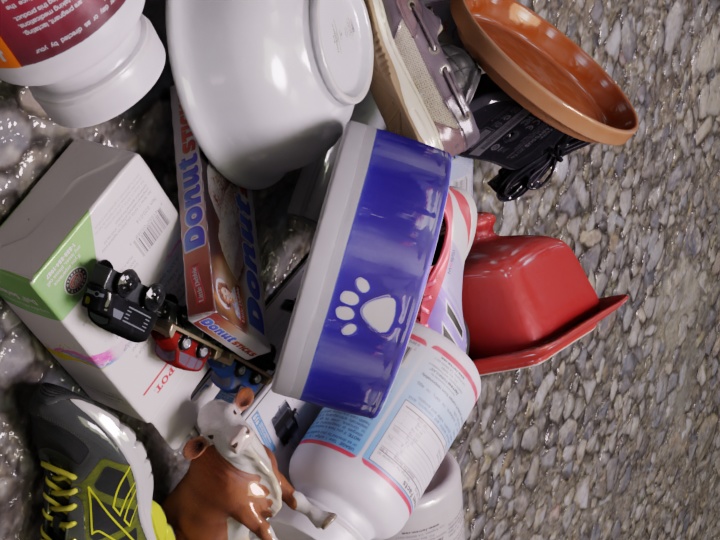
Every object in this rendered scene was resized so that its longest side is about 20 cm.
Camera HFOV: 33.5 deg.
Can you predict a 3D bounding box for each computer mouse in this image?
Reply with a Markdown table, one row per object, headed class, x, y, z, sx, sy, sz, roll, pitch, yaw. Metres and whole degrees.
| class | x | y | z | sx | sy | sz | roll | pitch | yaw |
| --- | --- | --- | --- | --- | --- | --- | --- | --- | --- |
| computer mouse | 0.136 | -0.136 | 1.111 | 0.199 | 0.138 | 0.053 | 16 | 45 | -53 |

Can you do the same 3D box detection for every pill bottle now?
| class | x | y | z | sx | sy | sz | roll | pitch | yaw |
| --- | --- | --- | --- | --- | --- | --- | --- | --- | --- |
| pill bottle | 0.047 | 0.278 | 1.181 | 0.114 | 0.114 | 0.201 | -33 | 127 | -44 |
| pill bottle | 0.010 | 0.147 | 0.984 | 0.200 | 0.108 | 0.109 | -55 | 140 | -26 |
| pill bottle | -0.194 | -0.181 | 0.682 | 0.113 | 0.112 | 0.200 | -56 | 140 | -26 |

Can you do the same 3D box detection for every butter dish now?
| class | x | y | z | sx | sy | sz | roll | pitch | yaw |
| --- | --- | --- | --- | --- | --- | --- | --- | --- | --- |
| butter dish | 0.129 | 0.015 | 1.175 | 0.199 | 0.199 | 0.149 | -23 | 97 | -50 |

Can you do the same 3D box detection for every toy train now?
| class | x | y | z | sx | sy | sz | roll | pitch | yaw |
| --- | --- | --- | --- | --- | --- | --- | --- | --- | --- |
| toy train | -0.119 | 0.046 | 0.817 | 0.200 | 0.034 | 0.046 | 35 | 76 | -54 |

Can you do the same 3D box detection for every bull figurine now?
| class | x | y | z | sx | sy | sz | roll | pitch | yaw |
| --- | --- | --- | --- | --- | --- | --- | --- | --- | --- |
| bull figurine | -0.093 | 0.174 | 0.890 | 0.065 | 0.121 | 0.200 | -38 | 170 | -42 |

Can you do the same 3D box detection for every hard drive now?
| class | x | y | z | sx | sy | sz | roll | pitch | yaw |
| --- | --- | --- | --- | --- | --- | --- | --- | --- | --- |
| hard drive | 0.016 | -0.121 | 1.002 | 0.132 | 0.027 | 0.201 | 26 | 82 | -53 |

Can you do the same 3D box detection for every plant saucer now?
| class | x | y | z | sx | sy | sz | roll | pitch | yaw |
| --- | --- | --- | --- | --- | --- | --- | --- | --- | --- |
| plant saucer | 0.160 | -0.179 | 1.058 | 0.200 | 0.201 | 0.032 | -6 | 142 | -53 |

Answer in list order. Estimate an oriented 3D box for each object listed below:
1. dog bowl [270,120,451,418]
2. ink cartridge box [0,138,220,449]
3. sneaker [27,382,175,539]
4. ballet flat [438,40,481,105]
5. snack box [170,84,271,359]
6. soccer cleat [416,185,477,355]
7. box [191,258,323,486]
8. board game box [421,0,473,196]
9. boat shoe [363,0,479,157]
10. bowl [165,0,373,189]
| class | x | y | z | sx | sy | sz | roll | pitch | yaw |
| --- | --- | --- | --- | --- | --- | --- | --- | --- | --- |
| dog bowl | 0.000 | 0.000 | 0.853 | 0.200 | 0.078 | 0.202 | -164 | -90 | -88 |
| ink cartridge box | -0.163 | 0.022 | 0.835 | 0.117 | 0.067 | 0.201 | -55 | 140 | -26 |
| sneaker | -0.191 | 0.166 | 0.842 | 0.085 | 0.074 | 0.201 | -47 | 136 | -34 |
| ballet flat | 0.039 | -0.096 | 0.989 | 0.201 | 0.057 | 0.066 | -65 | -174 | -11 |
| snack box | -0.100 | -0.040 | 0.845 | 0.072 | 0.024 | 0.201 | 43 | 31 | -53 |
| soccer cleat | 0.061 | 0.023 | 1.075 | 0.073 | 0.068 | 0.202 | -2 | 99 | -61 |
| box | -0.051 | 0.086 | 1.022 | 0.200 | 0.060 | 0.117 | -50 | 138 | -32 |
| board game box | 0.036 | -0.143 | 1.079 | 0.199 | 0.041 | 0.201 | -23 | 120 | -49 |
| boat shoe | 0.033 | -0.177 | 0.920 | 0.064 | 0.072 | 0.201 | -21 | 87 | -18 |
| bowl | -0.049 | -0.162 | 0.859 | 0.201 | 0.090 | 0.203 | -4 | 90 | -66 |
